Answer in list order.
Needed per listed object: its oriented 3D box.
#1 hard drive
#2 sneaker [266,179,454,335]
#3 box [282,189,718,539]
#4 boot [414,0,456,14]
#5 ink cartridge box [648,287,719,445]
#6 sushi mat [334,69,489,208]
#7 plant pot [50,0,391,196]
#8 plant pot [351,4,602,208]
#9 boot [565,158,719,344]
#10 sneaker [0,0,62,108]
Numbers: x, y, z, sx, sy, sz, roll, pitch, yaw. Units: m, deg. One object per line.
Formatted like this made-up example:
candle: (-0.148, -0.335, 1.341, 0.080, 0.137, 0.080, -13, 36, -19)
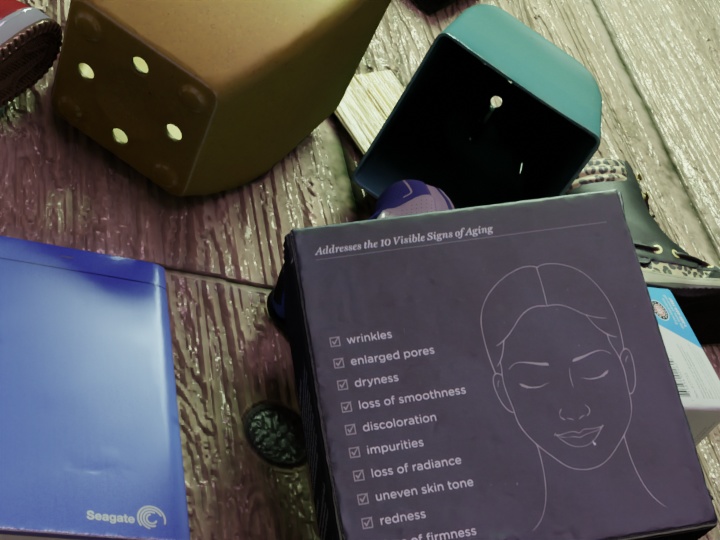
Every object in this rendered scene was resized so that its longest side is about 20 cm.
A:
hard drive: (-0.169, 0.068, 0.680, 0.130, 0.025, 0.202, 11, 44, -26)
sneaker: (0.000, 0.001, 0.821, 0.114, 0.081, 0.201, 23, 42, -16)
box: (0.066, 0.077, 0.674, 0.197, 0.124, 0.199, -7, 65, -8)
boot: (0.078, -0.358, 1.262, 0.164, 0.066, 0.200, 41, 44, 11)
ink cartridge box: (0.159, 0.071, 0.868, 0.198, 0.068, 0.117, 6, 46, -30)
sushi mat: (0.041, -0.096, 1.001, 0.095, 0.012, 0.201, -9, 56, -42)
plant pot: (-0.110, -0.171, 0.847, 0.194, 0.195, 0.201, 33, 51, 0)
plant pot: (0.108, -0.125, 0.967, 0.140, 0.142, 0.200, 33, 31, -1)
boot: (0.254, -0.018, 1.025, 0.197, 0.074, 0.152, 6, 46, -23)
sneaker: (-0.299, -0.135, 0.766, 0.112, 0.072, 0.200, 34, 44, 11)
